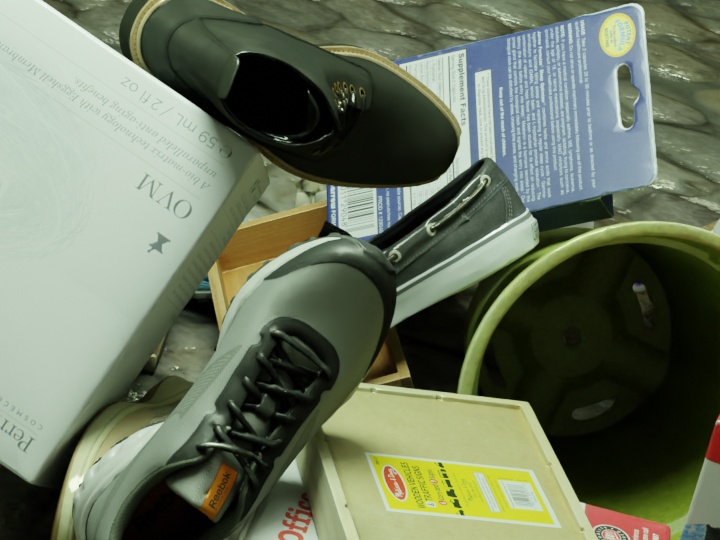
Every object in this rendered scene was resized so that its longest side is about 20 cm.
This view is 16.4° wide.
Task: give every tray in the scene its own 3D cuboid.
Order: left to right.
[{"bbox_3d":[-0.032,0.031,1.453,0.098,0.037,0.200,-15,34,-1],"label":"tray"}]

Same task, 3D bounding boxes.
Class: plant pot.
[{"bbox_3d":[0.136,0.054,1.411,0.199,0.201,0.184,10,10,-10],"label":"plant pot"}]

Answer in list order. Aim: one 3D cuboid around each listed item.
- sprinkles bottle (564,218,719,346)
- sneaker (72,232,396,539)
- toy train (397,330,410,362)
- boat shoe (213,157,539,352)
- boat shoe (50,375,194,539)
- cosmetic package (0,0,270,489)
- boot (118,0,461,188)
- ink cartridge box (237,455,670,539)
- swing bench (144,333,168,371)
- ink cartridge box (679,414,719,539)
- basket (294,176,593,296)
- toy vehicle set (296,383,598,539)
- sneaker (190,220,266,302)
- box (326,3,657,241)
[{"bbox_3d":[0.199,0.013,1.543,0.068,0.069,0.200,1,-15,-30],"label":"sprinkles bottle"},{"bbox_3d":[-0.051,0.071,1.141,0.074,0.200,0.079,39,5,-17],"label":"sneaker"},{"bbox_3d":[0.006,0.081,1.448,0.046,0.034,0.200,1,22,1],"label":"toy train"},{"bbox_3d":[0.000,0.000,1.364,0.199,0.066,0.070,-27,8,-2],"label":"boat shoe"},{"bbox_3d":[-0.099,0.105,1.268,0.065,0.072,0.200,17,16,12],"label":"boat shoe"},{"bbox_3d":[-0.183,-0.027,1.260,0.199,0.200,0.123,34,-3,4],"label":"cosmetic package"},{"bbox_3d":[-0.016,-0.074,1.267,0.199,0.078,0.138,17,10,-28],"label":"boot"},{"bbox_3d":[0.040,0.161,1.193,0.199,0.084,0.144,16,22,3],"label":"ink cartridge box"},{"bbox_3d":[-0.203,-0.021,1.425,0.198,0.130,0.200,14,-1,2],"label":"swing bench"},{"bbox_3d":[0.202,0.118,1.240,0.067,0.201,0.116,19,21,13],"label":"ink cartridge box"},{"bbox_3d":[0.048,-0.051,1.591,0.123,0.136,0.200,0,3,-26],"label":"basket"},{"bbox_3d":[0.040,0.111,1.164,0.124,0.027,0.200,7,22,-13],"label":"toy vehicle set"},{"bbox_3d":[-0.119,-0.048,1.606,0.078,0.090,0.200,-7,34,-42],"label":"sneaker"},{"bbox_3d":[0.076,-0.076,1.437,0.199,0.122,0.032,-12,-27,21],"label":"box"}]
